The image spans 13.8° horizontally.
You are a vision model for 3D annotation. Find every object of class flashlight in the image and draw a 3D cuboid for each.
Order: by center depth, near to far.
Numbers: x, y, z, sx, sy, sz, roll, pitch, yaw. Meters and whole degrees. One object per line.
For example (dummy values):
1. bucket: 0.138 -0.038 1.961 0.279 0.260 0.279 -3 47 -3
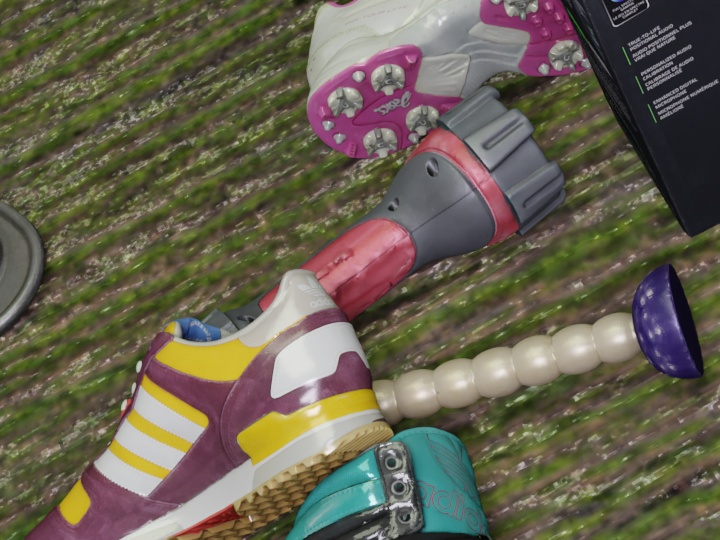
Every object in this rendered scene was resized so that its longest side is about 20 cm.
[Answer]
1. flashlight: 0.000 0.000 1.354 0.200 0.068 0.068 -38 48 -9

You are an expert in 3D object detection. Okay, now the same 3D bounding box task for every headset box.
1. headset box: 0.173 -0.144 1.294 0.174 0.200 0.093 -28 44 1

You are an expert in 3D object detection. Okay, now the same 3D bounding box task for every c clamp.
1. c clamp: -0.259 0.021 1.498 0.200 0.027 0.171 -38 45 -6

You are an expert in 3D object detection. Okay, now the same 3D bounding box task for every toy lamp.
1. toy lamp: 0.047 0.047 1.297 0.199 0.058 0.058 -17 46 12

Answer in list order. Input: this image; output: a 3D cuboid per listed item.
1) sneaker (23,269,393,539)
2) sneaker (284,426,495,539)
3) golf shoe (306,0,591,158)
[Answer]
1. sneaker: -0.076 0.072 1.284 0.199 0.075 0.091 -28 74 28
2. sneaker: 0.046 0.123 1.217 0.199 0.084 0.121 -7 59 24
3. golf shoe: 0.061 -0.131 1.433 0.199 0.075 0.092 -22 42 7
